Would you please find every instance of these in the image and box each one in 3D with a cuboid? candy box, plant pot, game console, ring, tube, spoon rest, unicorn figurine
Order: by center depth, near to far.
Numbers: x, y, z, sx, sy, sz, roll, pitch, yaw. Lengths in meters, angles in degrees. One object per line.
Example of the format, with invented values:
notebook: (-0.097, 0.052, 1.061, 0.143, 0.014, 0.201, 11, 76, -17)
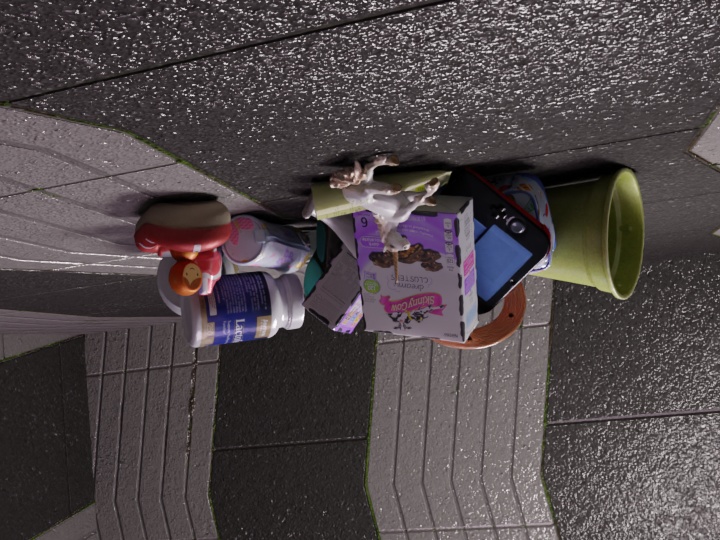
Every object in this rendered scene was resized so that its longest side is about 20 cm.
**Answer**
unicorn figurine: (0.038, -0.089, 1.383, 0.199, 0.075, 0.136, 40, 141, -26)
tube: (0.030, -0.112, 1.442, 0.196, 0.053, 0.058, -11, -146, -1)
candy box: (0.082, -0.006, 1.505, 0.164, 0.204, 0.072, 5, -154, 24)
game console: (0.167, -0.036, 1.521, 0.175, 0.031, 0.200, 34, 129, -9)
spoon rest: (-0.005, -0.068, 1.576, 0.198, 0.101, 0.060, 25, -176, -28)
ring: (0.162, 0.044, 1.618, 0.196, 0.203, 0.019, -5, 139, -4)
plant pot: (0.337, -0.060, 1.641, 0.181, 0.205, 0.199, 3, 180, 32)
candy box: (0.000, 0.000, 1.709, 0.071, 0.202, 0.168, 35, 180, 10)

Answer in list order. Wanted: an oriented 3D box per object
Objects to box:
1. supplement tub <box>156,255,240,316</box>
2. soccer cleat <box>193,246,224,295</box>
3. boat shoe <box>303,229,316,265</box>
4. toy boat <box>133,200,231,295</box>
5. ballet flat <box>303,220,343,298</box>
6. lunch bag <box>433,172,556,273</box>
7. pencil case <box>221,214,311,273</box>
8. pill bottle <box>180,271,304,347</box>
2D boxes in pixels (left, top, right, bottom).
supplement tub: (-0.297, 0.018, 1.899, 0.141, 0.148, 0.200, -5, 174, -2)
soccer cleat: (-0.256, -0.018, 1.716, 0.065, 0.078, 0.200, 3, -168, -6)
boat shoe: (-0.124, -0.036, 1.890, 0.196, 0.077, 0.060, -3, 168, -23)
toy boat: (-0.261, -0.030, 1.525, 0.128, 0.134, 0.200, -4, 174, -21)
ballet flat: (-0.052, -0.020, 1.786, 0.063, 0.068, 0.202, -11, 141, -23)
lunch bag: (0.192, -0.058, 1.562, 0.196, 0.162, 0.076, -7, -148, 25)
pencil case: (-0.157, -0.043, 1.738, 0.089, 0.085, 0.199, 7, 179, 22)
pill bottle: (-0.201, 0.062, 1.757, 0.196, 0.118, 0.115, -7, 175, -20)
